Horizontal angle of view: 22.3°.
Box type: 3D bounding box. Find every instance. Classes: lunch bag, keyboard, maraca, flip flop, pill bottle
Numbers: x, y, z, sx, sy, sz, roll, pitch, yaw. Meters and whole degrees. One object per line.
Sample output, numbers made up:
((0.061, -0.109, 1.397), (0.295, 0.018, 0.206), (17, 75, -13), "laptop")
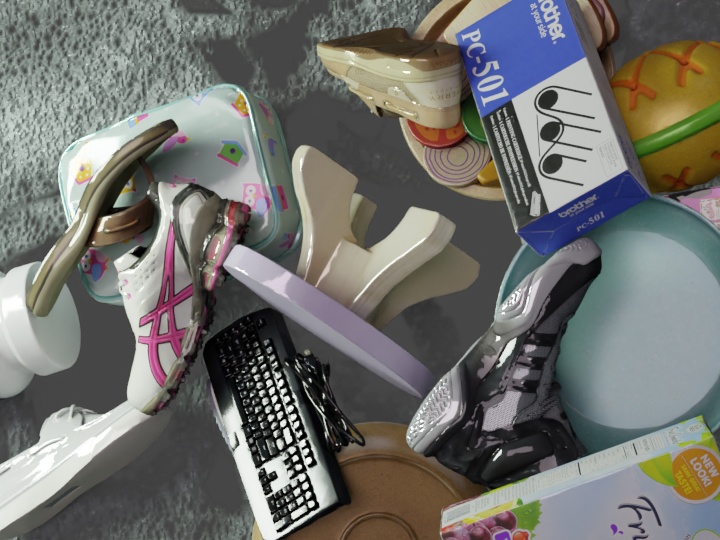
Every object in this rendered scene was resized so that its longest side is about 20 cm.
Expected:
((-0.153, -0.055, 1.540), (0.199, 0.077, 0.162), (-19, 81, 18), "lunch bag")
((-0.065, 0.106, 1.429), (0.104, 0.040, 0.201), (-30, 54, 9), "keyboard")
((0.258, -0.125, 1.374), (0.199, 0.137, 0.108), (-25, 103, 8), "maraca")
((-0.202, -0.038, 1.480), (0.057, 0.081, 0.201), (35, 101, 1), "flip flop")
((-0.349, 0.063, 1.575), (0.198, 0.116, 0.117), (-16, 77, 18), "pill bottle")

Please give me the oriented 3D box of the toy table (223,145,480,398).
((0.000, 0.000, 1.433), (0.183, 0.200, 0.118), (23, 79, 52), "toy table")

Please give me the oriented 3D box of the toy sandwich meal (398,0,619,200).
((0.116, -0.155, 1.459), (0.203, 0.070, 0.207), (-3, 81, 20), "toy sandwich meal")

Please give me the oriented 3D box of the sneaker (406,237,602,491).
((0.132, 0.080, 1.322), (0.114, 0.075, 0.200), (40, 94, 7), "sneaker")

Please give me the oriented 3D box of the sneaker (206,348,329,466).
((-0.050, 0.152, 1.476), (0.082, 0.070, 0.201), (-35, 74, 15), "sneaker")

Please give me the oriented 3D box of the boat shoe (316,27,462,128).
((0.020, -0.152, 1.458), (0.071, 0.200, 0.065), (-15, 108, -19), "boat shoe")

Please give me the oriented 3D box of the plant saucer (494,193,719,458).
((0.199, 0.043, 1.354), (0.198, 0.036, 0.202), (-2, 85, 20), "plant saucer")

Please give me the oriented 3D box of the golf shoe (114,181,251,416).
((-0.158, 0.020, 1.471), (0.091, 0.073, 0.201), (21, 110, -1), "golf shoe")

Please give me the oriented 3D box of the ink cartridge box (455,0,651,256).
((0.139, -0.117, 1.347), (0.094, 0.044, 0.201), (-29, 50, 19), "ink cartridge box")

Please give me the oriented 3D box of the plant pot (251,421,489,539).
((0.014, 0.220, 1.425), (0.198, 0.027, 0.202), (0, 90, -3), "plant pot")

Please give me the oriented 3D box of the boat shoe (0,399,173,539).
((-0.249, 0.153, 1.556), (0.200, 0.072, 0.069), (-38, 71, 21), "boat shoe")

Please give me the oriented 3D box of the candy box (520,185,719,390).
((0.230, 0.014, 1.397), (0.198, 0.061, 0.138), (-9, 82, 18), "candy box")

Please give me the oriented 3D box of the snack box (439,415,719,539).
((0.175, 0.215, 1.261), (0.199, 0.068, 0.170), (-21, 97, 6), "snack box")
